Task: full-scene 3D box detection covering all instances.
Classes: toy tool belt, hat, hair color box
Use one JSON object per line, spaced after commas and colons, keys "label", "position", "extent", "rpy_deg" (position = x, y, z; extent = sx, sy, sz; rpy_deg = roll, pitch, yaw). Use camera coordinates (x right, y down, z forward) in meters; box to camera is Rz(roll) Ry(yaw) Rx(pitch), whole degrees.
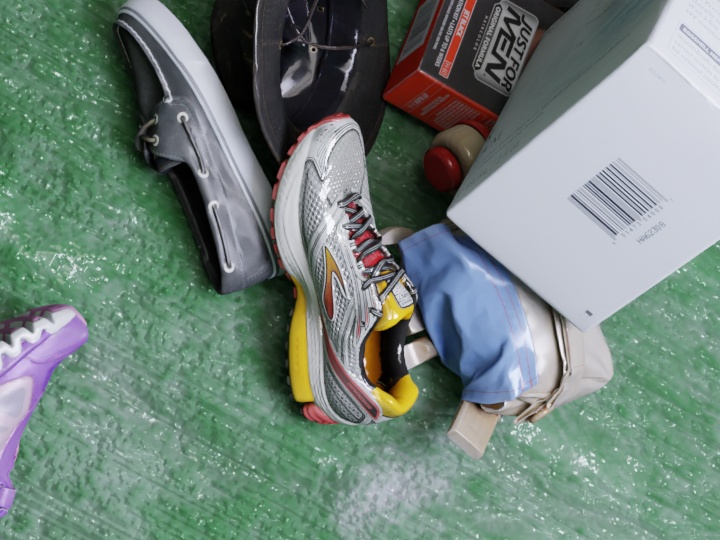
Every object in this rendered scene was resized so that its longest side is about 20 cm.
{"label": "toy tool belt", "position": [0.069, 0.011, 1.294], "extent": [0.123, 0.125, 0.201], "rpy_deg": [-25, 87, -32]}
{"label": "hat", "position": [-0.050, -0.150, 1.296], "extent": [0.081, 0.201, 0.202], "rpy_deg": [10, 70, 24]}
{"label": "hair color box", "position": [0.125, -0.119, 1.369], "extent": [0.199, 0.061, 0.102], "rpy_deg": [28, 66, -16]}

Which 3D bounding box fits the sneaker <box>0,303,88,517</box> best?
{"label": "sneaker", "position": [-0.230, 0.104, 1.188], "extent": [0.200, 0.080, 0.089], "rpy_deg": [-45, 102, -18]}

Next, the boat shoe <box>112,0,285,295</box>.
{"label": "boat shoe", "position": [-0.109, -0.079, 1.276], "extent": [0.056, 0.069, 0.201], "rpy_deg": [-30, 92, -23]}

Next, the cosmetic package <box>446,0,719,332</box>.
{"label": "cosmetic package", "position": [0.181, -0.105, 1.218], "extent": [0.123, 0.199, 0.200], "rpy_deg": [40, 47, -9]}

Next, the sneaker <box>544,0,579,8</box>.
{"label": "sneaker", "position": [0.211, -0.171, 1.404], "extent": [0.200, 0.085, 0.074], "rpy_deg": [41, 25, 5]}

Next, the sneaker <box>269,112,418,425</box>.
{"label": "sneaker", "position": [0.000, 0.000, 1.257], "extent": [0.078, 0.082, 0.201], "rpy_deg": [-25, 114, -49]}
